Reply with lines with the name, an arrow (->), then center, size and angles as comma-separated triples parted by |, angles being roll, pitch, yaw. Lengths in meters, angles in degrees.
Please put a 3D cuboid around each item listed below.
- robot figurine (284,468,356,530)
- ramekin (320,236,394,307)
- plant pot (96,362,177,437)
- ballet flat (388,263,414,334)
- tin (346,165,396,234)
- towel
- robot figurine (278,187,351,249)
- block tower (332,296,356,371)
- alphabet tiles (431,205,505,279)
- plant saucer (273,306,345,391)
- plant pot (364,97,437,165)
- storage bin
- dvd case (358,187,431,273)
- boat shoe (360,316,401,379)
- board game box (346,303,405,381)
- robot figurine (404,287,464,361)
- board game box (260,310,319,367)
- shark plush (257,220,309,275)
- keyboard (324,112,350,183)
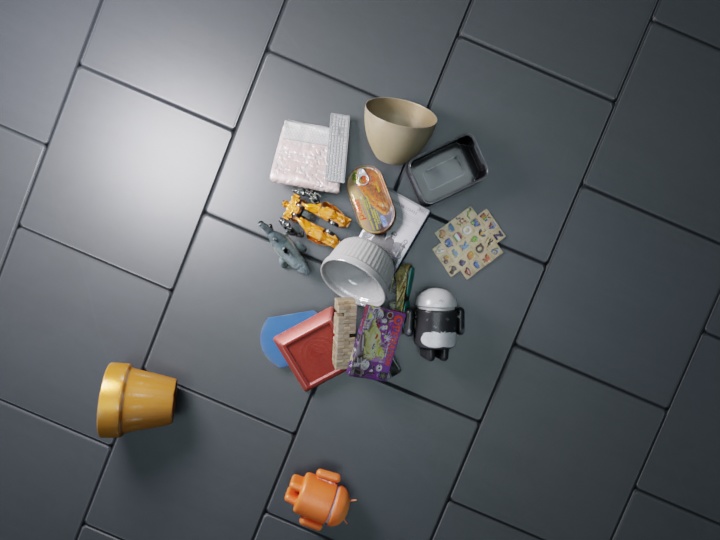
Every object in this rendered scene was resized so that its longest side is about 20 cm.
robot figurine -> -0.116, 0.660, 1.462 | 0.198, 0.117, 0.145 | 21, 53, 0
ramekin -> 0.000, 0.000, 1.395 | 0.199, 0.200, 0.106 | 31, 59, -1
plant pot -> -0.617, 0.365, 1.427 | 0.181, 0.200, 0.203 | 6, 93, -15
ballet flat -> 0.114, 0.079, 1.465 | 0.070, 0.071, 0.202 | 5, 93, 0
tin -> 0.030, -0.199, 1.442 | 0.111, 0.042, 0.202 | -20, 81, 8
towel -> -0.141, -0.324, 1.440 | 0.198, 0.032, 0.193 | 10, 79, 1
robot figurine -> -0.135, -0.148, 1.456 | 0.199, 0.058, 0.146 | 28, 92, -1
block tower -> -0.045, 0.179, 1.406 | 0.057, 0.054, 0.202 | -2, 101, -15
alphabet tiles -> 0.315, -0.080, 1.479 | 0.199, 0.006, 0.167 | -36, 92, 2
plant saucer -> -0.119, 0.235, 1.457 | 0.199, 0.037, 0.201 | -28, 107, 1
plant pot -> 0.099, -0.371, 1.395 | 0.198, 0.201, 0.135 | 12, 127, 0
storage bin -> 0.241, -0.280, 1.429 | 0.198, 0.094, 0.136 | -25, 92, 1
dvd case -> 0.089, -0.116, 1.449 | 0.150, 0.025, 0.201 | 32, 92, 18
boat shoe -> 0.063, 0.214, 1.462 | 0.068, 0.074, 0.201 | -24, 94, -5
board game box -> 0.043, 0.201, 1.400 | 0.119, 0.032, 0.202 | 12, 97, -28
robot figurine -> 0.211, 0.150, 1.434 | 0.124, 0.150, 0.203 | 4, 94, 37
board game box -> -0.189, 0.194, 1.478 | 0.198, 0.039, 0.160 | -9, 107, -4
shark plush -> -0.206, -0.071, 1.414 | 0.090, 0.083, 0.201 | -29, 125, -5
keyboard -> -0.064, -0.345, 1.426 | 0.056, 0.011, 0.202 | 5, 80, -4
